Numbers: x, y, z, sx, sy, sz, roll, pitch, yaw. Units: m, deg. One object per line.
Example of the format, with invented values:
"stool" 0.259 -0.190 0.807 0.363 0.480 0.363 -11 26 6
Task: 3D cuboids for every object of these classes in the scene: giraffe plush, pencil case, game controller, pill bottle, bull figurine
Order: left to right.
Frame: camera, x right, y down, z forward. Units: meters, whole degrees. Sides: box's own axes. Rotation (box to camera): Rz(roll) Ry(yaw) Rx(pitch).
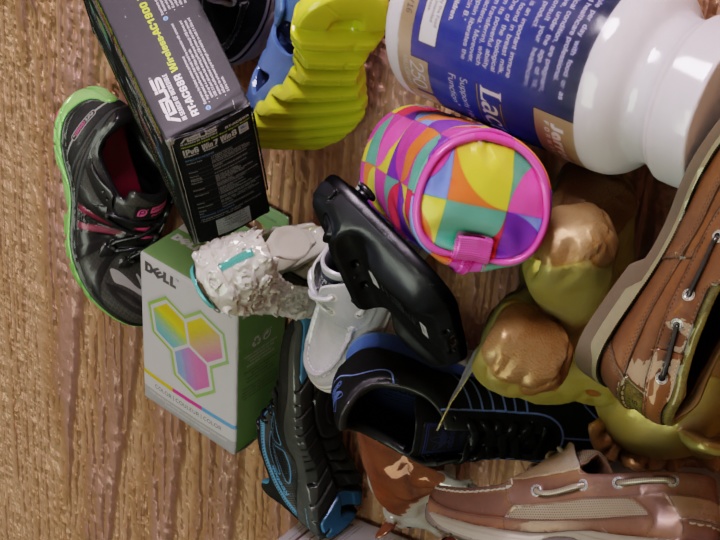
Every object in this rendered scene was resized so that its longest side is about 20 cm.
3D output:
"game controller" 0.021 0.005 1.079 0.104 0.042 0.200 37 173 12
"bull figurine" 0.038 0.112 1.302 0.121 0.065 0.201 -3 114 43
"pencil case" 0.051 -0.048 1.065 0.089 0.088 0.200 65 176 -10
"pill bottle" 0.122 -0.122 1.022 0.199 0.115 0.116 27 132 31
"giraffe plush" 0.157 0.050 1.090 0.161 0.173 0.201 26 123 2

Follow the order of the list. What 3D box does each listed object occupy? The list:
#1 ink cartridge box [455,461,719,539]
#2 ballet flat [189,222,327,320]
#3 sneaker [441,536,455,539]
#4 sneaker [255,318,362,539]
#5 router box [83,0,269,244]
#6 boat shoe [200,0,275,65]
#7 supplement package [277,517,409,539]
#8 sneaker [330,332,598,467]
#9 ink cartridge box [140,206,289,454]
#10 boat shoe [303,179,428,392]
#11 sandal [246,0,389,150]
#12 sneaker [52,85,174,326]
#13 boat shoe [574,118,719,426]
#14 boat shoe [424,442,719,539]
"ink cartridge box" 0.162 0.211 1.194 0.199 0.125 0.129 -3 113 45
"ballet flat" -0.051 -0.003 1.251 0.071 0.200 0.072 1 94 16
"sneaker" 0.078 0.299 1.379 0.086 0.074 0.201 25 132 28
"sneaker" -0.050 0.114 1.385 0.082 0.073 0.201 25 130 34
"router box" -0.131 -0.139 1.220 0.150 0.062 0.201 84 161 -66
"boat shoe" -0.086 -0.213 1.208 0.074 0.068 0.200 42 138 17
"supplement package" -0.044 0.310 1.409 0.110 0.200 0.157 16 127 39
"sneaker" 0.077 0.101 1.189 0.198 0.078 0.071 13 122 5
"ink cartridge box" -0.114 0.032 1.404 0.103 0.059 0.201 29 133 29
"boat shoe" 0.000 0.000 1.218 0.201 0.068 0.072 -57 48 31
"sandal" -0.031 -0.151 1.203 0.200 0.079 0.088 121 143 -54
"sneaker" -0.185 -0.042 1.416 0.083 0.077 0.201 14 126 44
"boat shoe" 0.197 -0.010 0.963 0.068 0.072 0.201 37 103 35
"boat shoe" 0.128 0.142 1.081 0.199 0.076 0.072 3 73 37
